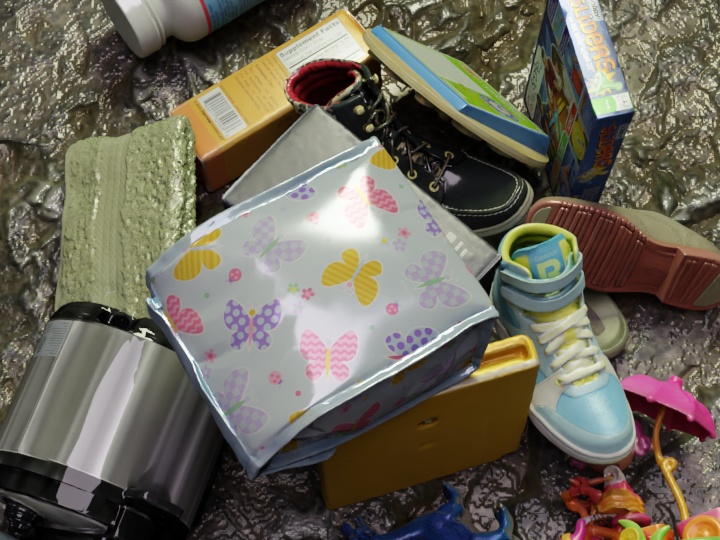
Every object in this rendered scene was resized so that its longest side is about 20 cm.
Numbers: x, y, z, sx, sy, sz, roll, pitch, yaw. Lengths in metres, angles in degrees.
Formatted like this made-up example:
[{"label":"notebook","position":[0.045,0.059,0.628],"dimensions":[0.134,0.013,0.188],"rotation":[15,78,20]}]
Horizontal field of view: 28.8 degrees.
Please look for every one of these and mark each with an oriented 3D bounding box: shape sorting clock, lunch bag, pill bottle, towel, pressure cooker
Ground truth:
[{"label":"shape sorting clock","position":[0.083,-0.151,1.240],"dimensions":[0.200,0.200,0.039],"rotation":[37,108,13]},{"label":"lunch bag","position":[-0.033,0.031,0.982],"dimensions":[0.199,0.127,0.170],"rotation":[-28,69,-21]},{"label":"pill bottle","position":[-0.144,-0.287,1.324],"dimensions":[0.199,0.109,0.109],"rotation":[-34,72,-13]},{"label":"towel","position":[-0.207,-0.034,1.229],"dimensions":[0.147,0.036,0.202],"rotation":[-11,68,29]},{"label":"pressure cooker","position":[-0.205,0.146,1.115],"dimensions":[0.177,0.176,0.201],"rotation":[19,69,4]}]

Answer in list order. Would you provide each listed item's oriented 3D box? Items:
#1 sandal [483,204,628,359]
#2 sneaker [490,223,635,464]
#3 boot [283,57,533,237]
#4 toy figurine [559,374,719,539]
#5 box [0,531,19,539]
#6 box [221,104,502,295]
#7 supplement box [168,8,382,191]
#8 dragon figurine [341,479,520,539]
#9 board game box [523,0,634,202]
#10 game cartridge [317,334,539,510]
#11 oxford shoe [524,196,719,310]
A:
[{"label":"sandal","position":[0.164,-0.006,1.243],"dimensions":[0.080,0.057,0.201],"rotation":[-42,74,-15]},{"label":"sneaker","position":[0.158,0.049,1.112],"dimensions":[0.079,0.131,0.201],"rotation":[-21,55,-12]},{"label":"boot","position":[0.037,-0.104,1.197],"dimensions":[0.202,0.154,0.074],"rotation":[15,65,34]},{"label":"toy figurine","position":[0.229,0.178,1.155],"dimensions":[0.199,0.150,0.185],"rotation":[-18,53,18]},{"label":"box","position":[-0.279,0.300,1.062],"dimensions":[0.157,0.051,0.201],"rotation":[23,112,8]},{"label":"box","position":[0.000,0.000,1.165],"dimensions":[0.200,0.197,0.117],"rotation":[40,74,14]},{"label":"supplement box","position":[-0.076,-0.158,1.297],"dimensions":[0.199,0.067,0.069],"rotation":[-30,69,-12]},{"label":"dragon figurine","position":[0.080,0.235,1.125],"dimensions":[0.199,0.059,0.100],"rotation":[21,59,32]},{"label":"board game box","position":[0.186,-0.146,1.222],"dimensions":[0.034,0.200,0.136],"rotation":[-12,69,-5]},{"label":"game cartridge","position":[0.049,0.125,1.114],"dimensions":[0.175,0.200,0.033],"rotation":[-16,65,-7]},{"label":"oxford shoe","position":[0.231,-0.023,1.231],"dimensions":[0.199,0.071,0.074],"rotation":[21,29,-16]}]
